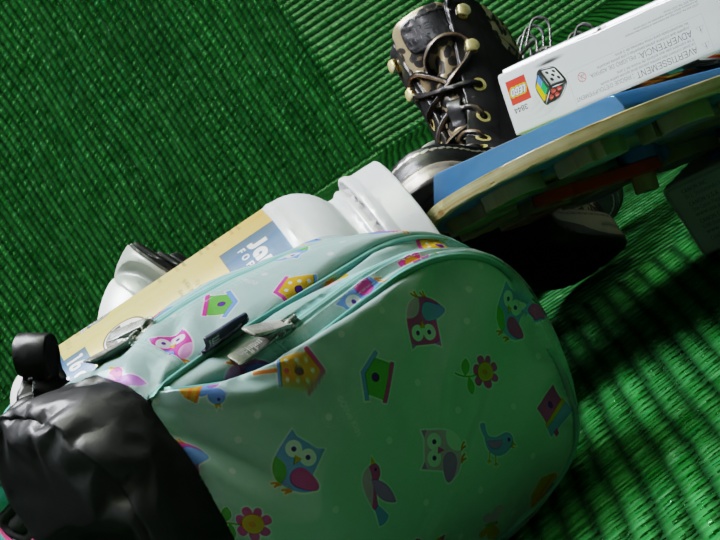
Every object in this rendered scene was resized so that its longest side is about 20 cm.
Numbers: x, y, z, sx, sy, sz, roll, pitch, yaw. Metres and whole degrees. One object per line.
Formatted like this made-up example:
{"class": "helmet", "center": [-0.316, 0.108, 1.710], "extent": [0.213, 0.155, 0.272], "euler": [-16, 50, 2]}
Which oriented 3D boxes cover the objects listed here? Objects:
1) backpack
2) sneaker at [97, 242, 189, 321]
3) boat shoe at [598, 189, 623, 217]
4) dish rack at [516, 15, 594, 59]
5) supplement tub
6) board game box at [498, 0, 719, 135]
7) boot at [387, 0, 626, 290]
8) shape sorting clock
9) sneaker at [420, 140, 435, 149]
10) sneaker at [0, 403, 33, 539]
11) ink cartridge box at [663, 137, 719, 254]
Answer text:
{"class": "backpack", "center": [-0.018, 0.069, 0.781], "extent": [0.200, 0.168, 0.126], "euler": [-34, 25, -31]}
{"class": "sneaker", "center": [-0.096, 0.041, 1.096], "extent": [0.089, 0.074, 0.200], "euler": [-60, -19, 3]}
{"class": "boat shoe", "center": [0.073, 0.004, 1.222], "extent": [0.199, 0.073, 0.062], "euler": [-30, 38, 3]}
{"class": "dish rack", "center": [0.150, -0.113, 1.264], "extent": [0.152, 0.055, 0.200], "euler": [7, -12, -8]}
{"class": "supplement tub", "center": [-0.042, 0.056, 0.951], "extent": [0.200, 0.145, 0.145], "euler": [-34, 6, -5]}
{"class": "board game box", "center": [0.174, -0.106, 1.010], "extent": [0.126, 0.035, 0.199], "euler": [-21, -7, 40]}
{"class": "boot", "center": [0.056, -0.073, 1.106], "extent": [0.073, 0.151, 0.200], "euler": [-36, -26, 27]}
{"class": "shape sorting clock", "center": [0.123, -0.054, 0.937], "extent": [0.199, 0.039, 0.200], "euler": [-19, -2, -1]}
{"class": "sneaker", "center": [0.058, -0.033, 1.339], "extent": [0.200, 0.100, 0.078], "euler": [-29, 8, 40]}
{"class": "sneaker", "center": [-0.141, 0.109, 1.160], "extent": [0.200, 0.121, 0.084], "euler": [-28, 8, 35]}
{"class": "ink cartridge box", "center": [0.264, -0.094, 1.001], "extent": [0.200, 0.045, 0.176], "euler": [-27, 10, 48]}
